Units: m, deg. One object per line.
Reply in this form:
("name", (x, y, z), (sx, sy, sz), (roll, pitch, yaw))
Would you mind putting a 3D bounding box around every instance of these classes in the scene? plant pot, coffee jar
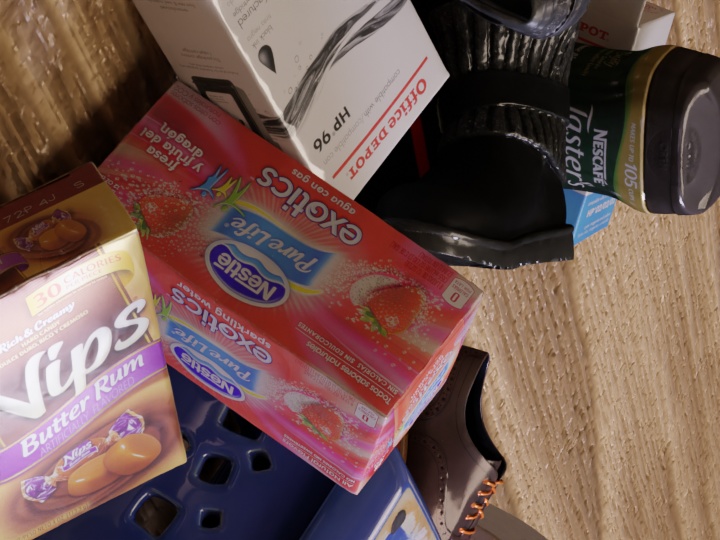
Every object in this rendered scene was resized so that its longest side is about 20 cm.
("plant pot", (-0.065, 0.168, 1.558), (0.200, 0.179, 0.200), (-57, 155, -17))
("coffee jar", (0.134, -0.097, 1.667), (0.085, 0.199, 0.105), (-42, 136, -55))

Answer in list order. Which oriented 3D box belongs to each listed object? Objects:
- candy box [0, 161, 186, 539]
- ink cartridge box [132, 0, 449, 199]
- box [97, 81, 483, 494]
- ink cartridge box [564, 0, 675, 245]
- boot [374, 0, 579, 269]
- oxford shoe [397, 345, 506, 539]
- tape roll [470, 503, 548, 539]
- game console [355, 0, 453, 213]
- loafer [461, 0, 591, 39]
("candy box", (-0.160, 0.049, 1.336), (0.116, 0.057, 0.200), (-27, 143, -15))
("ink cartridge box", (-0.027, -0.111, 1.406), (0.116, 0.068, 0.200), (-52, 132, -26))
("box", (-0.049, 0.010, 1.382), (0.095, 0.200, 0.103), (-51, 171, -28))
("ink cartridge box", (0.131, -0.133, 1.751), (0.068, 0.115, 0.201), (-25, 136, -58))
("boot", (0.064, -0.082, 1.534), (0.211, 0.079, 0.159), (-6, 97, -66))
("oxford shoe", (0.054, 0.145, 1.673), (0.071, 0.072, 0.201), (-9, 96, -74))
("tape roll", (0.046, 0.212, 1.815), (0.200, 0.200, 0.066), (-15, 128, -61))
("game console", (0.014, -0.101, 1.557), (0.177, 0.031, 0.201), (-40, 124, -54))
("loafer", (0.037, -0.196, 1.371), (0.068, 0.201, 0.070), (-52, 165, 26))
